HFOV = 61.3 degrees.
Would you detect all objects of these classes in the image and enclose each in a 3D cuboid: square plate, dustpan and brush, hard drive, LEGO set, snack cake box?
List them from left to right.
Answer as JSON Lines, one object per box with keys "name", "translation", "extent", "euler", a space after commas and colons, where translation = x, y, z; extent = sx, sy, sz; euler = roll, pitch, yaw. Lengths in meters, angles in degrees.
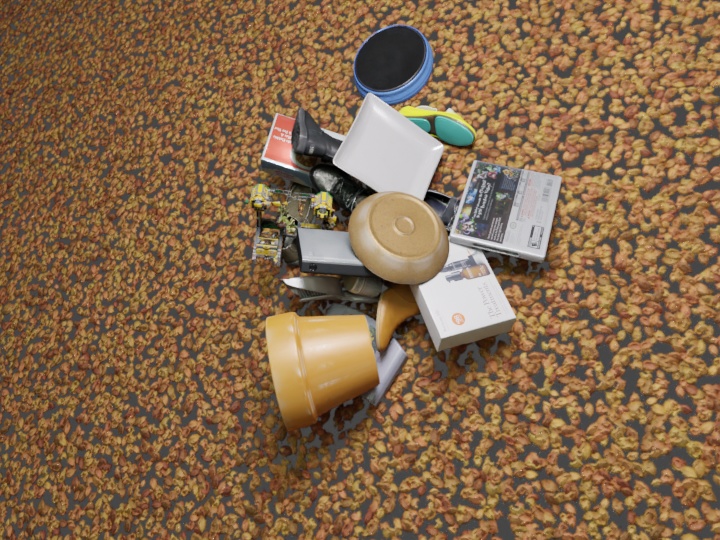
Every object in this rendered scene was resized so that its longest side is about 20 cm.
{"name": "LEGO set", "translation": [-0.142, -0.077, 1.211], "extent": [0.193, 0.156, 0.119], "euler": [11, 49, -11]}
{"name": "snack cake box", "translation": [-0.110, -0.250, 1.332], "extent": [0.194, 0.067, 0.119], "euler": [18, 75, -4]}
{"name": "dustpan and brush", "translation": [-0.057, 0.045, 1.223], "extent": [0.192, 0.140, 0.059], "euler": [-6, 81, -1]}
{"name": "hard drive", "translation": [-0.019, -0.032, 1.133], "extent": [0.193, 0.034, 0.141], "euler": [4, 26, -13]}
{"name": "square plate", "translation": [0.058, -0.229, 1.219], "extent": [0.197, 0.028, 0.202], "euler": [32, 61, -11]}

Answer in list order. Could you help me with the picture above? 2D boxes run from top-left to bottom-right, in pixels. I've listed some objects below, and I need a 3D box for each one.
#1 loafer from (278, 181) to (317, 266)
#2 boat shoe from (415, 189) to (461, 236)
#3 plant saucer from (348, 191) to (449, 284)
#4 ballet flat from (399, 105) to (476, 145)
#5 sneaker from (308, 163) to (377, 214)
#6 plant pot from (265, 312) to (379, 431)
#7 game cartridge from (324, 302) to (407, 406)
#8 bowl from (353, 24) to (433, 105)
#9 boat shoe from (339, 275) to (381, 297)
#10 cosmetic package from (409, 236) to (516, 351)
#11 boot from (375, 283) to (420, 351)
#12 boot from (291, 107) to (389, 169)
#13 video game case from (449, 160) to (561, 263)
{"name": "loafer", "translation": [-0.140, -0.116, 1.335], "extent": [0.073, 0.070, 0.207], "euler": [-3, 69, 19]}
{"name": "boat shoe", "translation": [0.186, -0.107, 1.213], "extent": [0.197, 0.062, 0.076], "euler": [29, 79, 26]}
{"name": "plant saucer", "translation": [0.075, -0.073, 1.104], "extent": [0.193, 0.036, 0.206], "euler": [7, 57, -10]}
{"name": "ballet flat", "translation": [0.166, -0.322, 1.308], "extent": [0.195, 0.068, 0.068], "euler": [16, 54, 27]}
{"name": "sneaker", "translation": [-0.020, -0.157, 1.237], "extent": [0.198, 0.114, 0.077], "euler": [40, 83, 0]}
{"name": "plant pot", "translation": [-0.063, 0.165, 1.100], "extent": [0.177, 0.202, 0.206], "euler": [-13, 64, -3]}
{"name": "game cartridge", "translation": [-0.009, 0.155, 1.199], "extent": [0.197, 0.041, 0.135], "euler": [31, 79, 28]}
{"name": "bowl", "translation": [0.073, -0.483, 1.417], "extent": [0.194, 0.039, 0.208], "euler": [-8, 67, 18]}
{"name": "boat shoe", "translation": [0.000, -0.001, 1.215], "extent": [0.071, 0.070, 0.202], "euler": [-60, 19, 17]}
{"name": "cosmetic package", "translation": [0.173, 0.033, 1.108], "extent": [0.146, 0.052, 0.204], "euler": [-14, 56, -12]}
{"name": "boot", "translation": [0.107, 0.064, 1.154], "extent": [0.139, 0.071, 0.207], "euler": [8, 64, 9]}
{"name": "boot", "translation": [-0.044, -0.261, 1.268], "extent": [0.167, 0.194, 0.067], "euler": [-100, 29, -51]}
{"name": "video game case", "translation": [0.279, -0.118, 1.160], "extent": [0.176, 0.024, 0.204], "euler": [14, 58, 16]}
